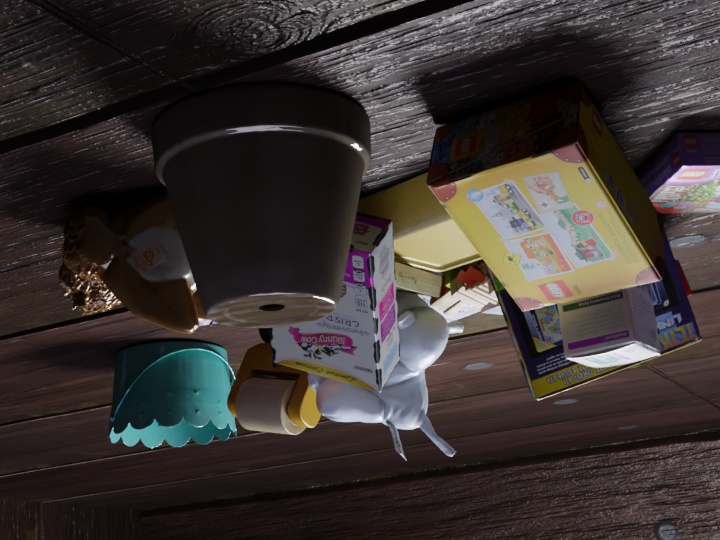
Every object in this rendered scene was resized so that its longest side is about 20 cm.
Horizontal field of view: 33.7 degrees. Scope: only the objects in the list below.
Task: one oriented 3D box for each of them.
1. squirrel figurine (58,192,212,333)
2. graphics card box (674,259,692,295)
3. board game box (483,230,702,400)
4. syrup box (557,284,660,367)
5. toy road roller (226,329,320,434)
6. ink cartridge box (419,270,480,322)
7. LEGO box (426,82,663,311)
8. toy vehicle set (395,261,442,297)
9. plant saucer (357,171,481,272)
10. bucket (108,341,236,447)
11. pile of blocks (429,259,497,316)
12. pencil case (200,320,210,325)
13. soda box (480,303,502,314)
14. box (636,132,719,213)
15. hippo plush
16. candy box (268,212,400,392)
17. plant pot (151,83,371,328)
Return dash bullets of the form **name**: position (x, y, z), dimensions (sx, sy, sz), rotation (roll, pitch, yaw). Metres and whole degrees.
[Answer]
- **squirrel figurine**: position (-0.222, -0.008, 1.277), dimensions (0.199, 0.142, 0.187), rotation (9, 174, 4)
- **graphics card box**: position (0.327, 0.029, 1.475), dimensions (0.125, 0.051, 0.200), rotation (-24, -179, 3)
- **board game box**: position (0.259, 0.032, 1.335), dimensions (0.199, 0.166, 0.057), rotation (-19, -175, 1)
- **syrup box**: position (0.246, -0.006, 1.227), dimensions (0.081, 0.201, 0.079), rotation (-15, 161, 30)
- **toy road roller**: position (-0.075, 0.148, 1.619), dimensions (0.123, 0.200, 0.146), rotation (1, 145, 34)
- **ink cartridge box**: position (0.047, 0.042, 1.600), dimensions (0.199, 0.057, 0.162), rotation (3, 162, -39)
- **LEGO box**: position (0.177, -0.061, 1.110), dimensions (0.148, 0.077, 0.200), rotation (-14, 135, 30)
- **toy vehicle set**: position (0.000, 0.000, 1.385), dimensions (0.124, 0.027, 0.200), rotation (8, 176, 28)
- **plant saucer**: position (0.093, -0.047, 1.317), dimensions (0.200, 0.049, 0.200), rotation (-19, 157, 41)
- **bucket**: position (-0.293, 0.195, 1.862), dimensions (0.206, 0.135, 0.207), rotation (-4, 164, -1)
- **pile of blocks**: position (0.140, 0.002, 1.445), dimensions (0.062, 0.082, 0.200), rotation (25, 163, -26)
- **pencil case**: position (-0.123, 0.034, 1.463), dimensions (0.199, 0.086, 0.084), rotation (5, -167, -22)
- **soda box**: position (0.232, -0.001, 1.465), dimensions (0.063, 0.069, 0.200), rotation (7, 159, -38)
- **box**: position (0.396, -0.100, 1.236), dimensions (0.199, 0.039, 0.137), rotation (-1, 162, -10)
- **hippo plush**: position (0.032, 0.108, 1.470), dimensions (0.159, 0.200, 0.161), rotation (2, 122, -32)
- **candy box**: position (-0.033, 0.027, 1.266), dimensions (0.136, 0.061, 0.201), rotation (13, 134, 21)
- **plant pot**: position (-0.083, -0.046, 1.063), dimensions (0.199, 0.174, 0.200), rotation (-5, 164, -1)
